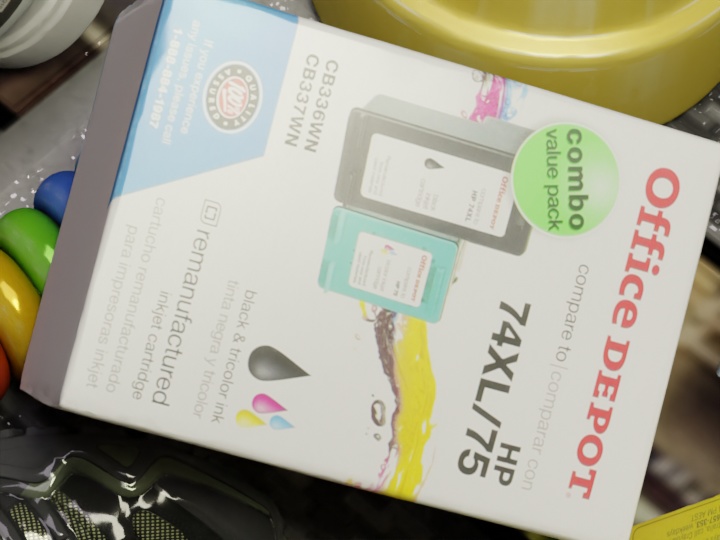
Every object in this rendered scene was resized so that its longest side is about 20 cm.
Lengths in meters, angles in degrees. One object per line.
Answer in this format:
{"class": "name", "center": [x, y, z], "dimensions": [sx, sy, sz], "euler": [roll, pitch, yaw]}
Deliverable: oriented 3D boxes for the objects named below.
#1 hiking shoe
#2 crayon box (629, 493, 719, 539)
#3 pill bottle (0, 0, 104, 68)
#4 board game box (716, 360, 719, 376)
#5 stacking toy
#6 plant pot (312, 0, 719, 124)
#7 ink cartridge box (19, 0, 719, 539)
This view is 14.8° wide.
{"class": "hiking shoe", "center": [-0.126, 0.108, 0.983], "dimensions": [0.199, 0.076, 0.101], "euler": [6, 71, -8]}
{"class": "crayon box", "center": [0.093, 0.184, 0.927], "dimensions": [0.051, 0.127, 0.201], "euler": [32, 52, -30]}
{"class": "pill bottle", "center": [-0.186, -0.142, 1.061], "dimensions": [0.116, 0.200, 0.117], "euler": [-5, 80, 29]}
{"class": "board game box", "center": [0.261, 0.014, 1.063], "dimensions": [0.199, 0.044, 0.199], "euler": [25, 41, 11]}
{"class": "stacking toy", "center": [-0.121, 0.007, 1.053], "dimensions": [0.200, 0.086, 0.085], "euler": [-33, 65, -19]}
{"class": "plant pot", "center": [0.080, -0.183, 1.124], "dimensions": [0.199, 0.189, 0.202], "euler": [2, 56, -4]}
{"class": "ink cartridge box", "center": [0.000, 0.000, 0.973], "dimensions": [0.199, 0.146, 0.148], "euler": [15, 87, -12]}
